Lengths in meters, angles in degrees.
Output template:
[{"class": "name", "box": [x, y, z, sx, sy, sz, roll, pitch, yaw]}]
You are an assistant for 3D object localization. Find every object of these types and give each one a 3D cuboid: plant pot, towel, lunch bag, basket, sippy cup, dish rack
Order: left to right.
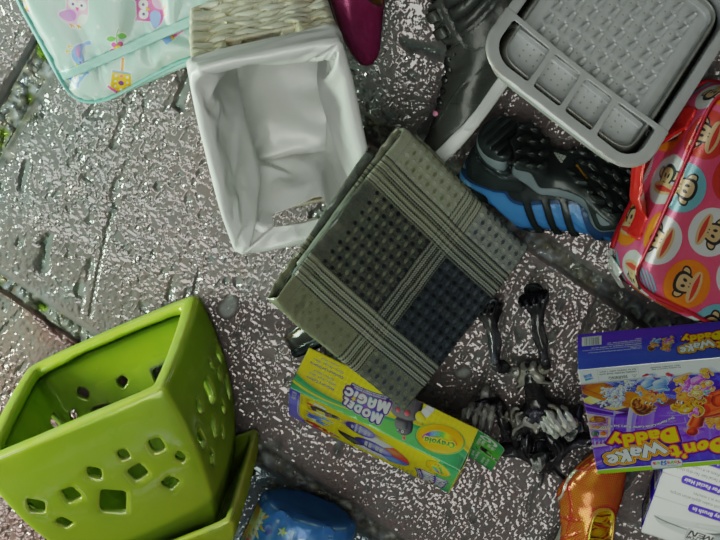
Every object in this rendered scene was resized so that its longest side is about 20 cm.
[{"class": "plant pot", "box": [-0.207, 0.170, 1.719, 0.199, 0.199, 0.182, -23, 110, 15]}, {"class": "lunch bag", "box": [-0.196, -0.244, 1.640, 0.199, 0.077, 0.161, -21, 105, 15]}, {"class": "basket", "box": [-0.069, -0.135, 1.596, 0.134, 0.124, 0.201, -11, 129, 0]}, {"class": "sippy cup", "box": [-0.068, 0.285, 1.771, 0.177, 0.139, 0.131, 11, 101, -36]}, {"class": "towel", "box": [0.033, -0.003, 1.604, 0.193, 0.034, 0.200, -52, 127, -5]}, {"class": "dish rack", "box": [0.209, -0.196, 1.566, 0.171, 0.044, 0.201, 36, 70, -3]}, {"class": "lunch bag", "box": [0.305, -0.057, 1.587, 0.175, 0.082, 0.201, 23, 96, -21]}]

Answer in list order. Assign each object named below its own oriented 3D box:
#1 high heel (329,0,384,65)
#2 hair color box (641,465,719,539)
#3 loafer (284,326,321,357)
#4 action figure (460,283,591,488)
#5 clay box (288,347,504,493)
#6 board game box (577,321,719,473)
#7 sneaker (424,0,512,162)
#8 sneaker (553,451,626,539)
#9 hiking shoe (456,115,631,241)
[{"class": "high heel", "box": [0.020, -0.282, 1.603, 0.095, 0.067, 0.202, -5, 94, 21]}, {"class": "hair color box", "box": [0.339, 0.159, 1.697, 0.108, 0.065, 0.201, 18, 108, 3]}, {"class": "loafer", "box": [0.000, 0.000, 1.699, 0.200, 0.073, 0.072, -41, 89, 9]}, {"class": "action figure", "box": [0.151, 0.121, 1.693, 0.118, 0.102, 0.202, -8, 106, 25]}, {"class": "clay box", "box": [0.031, 0.146, 1.704, 0.199, 0.115, 0.048, 26, 74, 6]}, {"class": "board game box", "box": [0.295, 0.109, 1.605, 0.198, 0.045, 0.135, -6, 131, 12]}, {"class": "sneaker", "box": [0.084, -0.181, 1.626, 0.099, 0.071, 0.201, 35, 103, -2]}, {"class": "sneaker", "box": [0.216, 0.256, 1.732, 0.072, 0.077, 0.201, -3, 119, -31]}, {"class": "hiking shoe", "box": [0.181, -0.066, 1.656, 0.199, 0.075, 0.087, 28, 139, -8]}]
